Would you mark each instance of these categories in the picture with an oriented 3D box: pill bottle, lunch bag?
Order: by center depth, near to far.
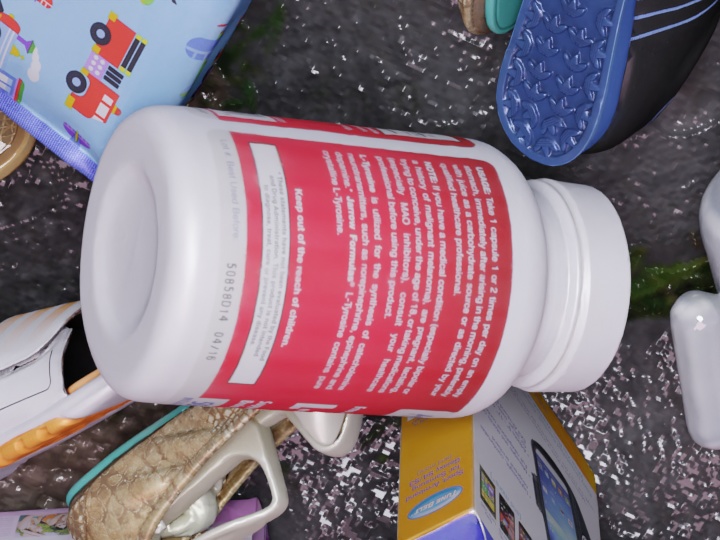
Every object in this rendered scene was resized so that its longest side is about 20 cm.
[{"bbox_3d":[0.000,0.000,0.942,0.199,0.112,0.113,5,123,-26],"label":"pill bottle"},{"bbox_3d":[-0.133,-0.153,0.951,0.199,0.094,0.151,32,120,-3],"label":"lunch bag"}]

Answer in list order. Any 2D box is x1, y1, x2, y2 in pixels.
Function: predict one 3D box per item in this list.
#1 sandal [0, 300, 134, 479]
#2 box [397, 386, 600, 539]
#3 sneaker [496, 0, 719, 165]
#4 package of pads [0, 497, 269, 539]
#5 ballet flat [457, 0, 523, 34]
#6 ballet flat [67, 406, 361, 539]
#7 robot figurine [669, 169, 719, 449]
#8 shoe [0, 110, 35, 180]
[{"bbox_3d":[-0.155,0.054,1.069,0.206,0.079,0.060,-29,86,31],"label":"sandal"},{"bbox_3d":[0.060,0.107,1.011,0.041,0.200,0.119,-26,114,18],"label":"box"},{"bbox_3d":[0.115,-0.135,0.940,0.070,0.078,0.201,37,125,22],"label":"sneaker"},{"bbox_3d":[-0.137,0.176,1.133,0.198,0.076,0.121,-4,122,3],"label":"package of pads"},{"bbox_3d":[0.059,-0.190,0.931,0.065,0.070,0.201,27,118,19],"label":"ballet flat"},{"bbox_3d":[-0.040,0.068,1.047,0.200,0.070,0.065,-43,69,13],"label":"ballet flat"},{"bbox_3d":[0.207,0.015,0.998,0.168,0.113,0.201,-22,117,-3],"label":"robot figurine"},{"bbox_3d":[-0.233,-0.050,1.035,0.198,0.053,0.071,-9,86,5],"label":"shoe"}]
